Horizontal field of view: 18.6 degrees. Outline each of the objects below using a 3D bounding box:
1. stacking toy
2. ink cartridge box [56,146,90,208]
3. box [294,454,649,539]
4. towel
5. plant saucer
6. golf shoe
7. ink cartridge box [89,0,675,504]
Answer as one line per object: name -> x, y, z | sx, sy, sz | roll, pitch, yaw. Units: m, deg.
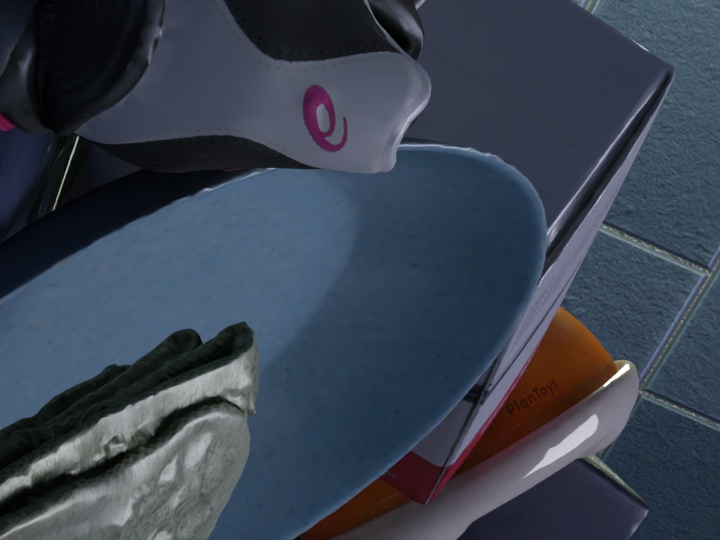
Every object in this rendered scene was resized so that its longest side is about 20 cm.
stacking toy -> 0.000, 0.000, 0.821 | 0.146, 0.200, 0.146 | -28, 180, 0
ink cartridge box -> -0.089, -0.033, 0.860 | 0.200, 0.050, 0.161 | 82, 26, -57
box -> -0.005, 0.068, 1.010 | 0.118, 0.197, 0.200 | -52, -153, 4
towel -> -0.096, 0.103, 0.471 | 0.148, 0.036, 0.200 | -29, 155, -46
plant saucer -> -0.050, 0.025, 0.519 | 0.201, 0.039, 0.201 | -27, 154, -14
golf shoe -> -0.028, -0.061, 0.467 | 0.200, 0.088, 0.077 | -76, -172, -69
ink cartridge box -> -0.003, -0.027, 0.670 | 0.083, 0.147, 0.200 | -52, 172, -22
